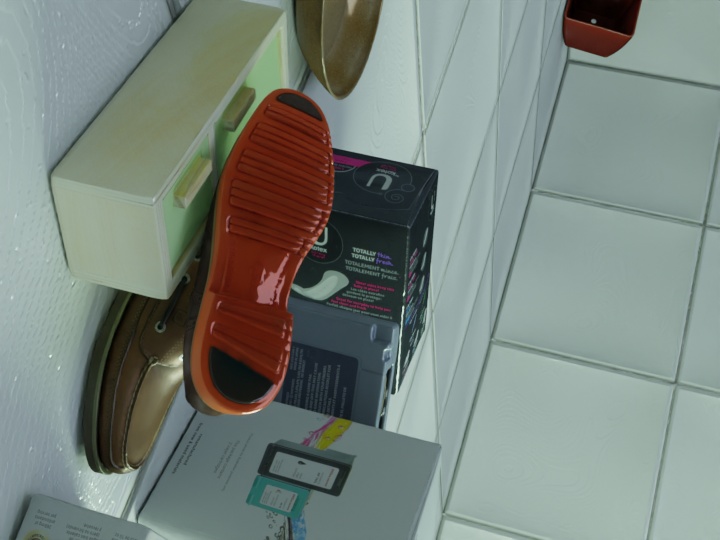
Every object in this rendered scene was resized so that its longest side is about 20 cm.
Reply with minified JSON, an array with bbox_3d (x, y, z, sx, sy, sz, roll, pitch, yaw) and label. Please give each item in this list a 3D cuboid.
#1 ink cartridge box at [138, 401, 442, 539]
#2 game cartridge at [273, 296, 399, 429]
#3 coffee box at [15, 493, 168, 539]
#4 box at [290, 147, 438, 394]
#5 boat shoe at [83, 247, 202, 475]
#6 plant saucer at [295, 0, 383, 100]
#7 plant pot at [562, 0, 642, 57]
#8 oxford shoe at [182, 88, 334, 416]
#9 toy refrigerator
[{"bbox_3d":[-0.050,0.212,0.918,0.147,0.198,0.148,-64,162,-47],"label":"ink cartridge box"},{"bbox_3d":[-0.043,0.127,1.018,0.041,0.132,0.202,-40,141,-69],"label":"game cartridge"},{"bbox_3d":[-0.174,0.247,0.673,0.115,0.079,0.202,73,32,-66],"label":"coffee box"},{"bbox_3d":[0.000,0.000,1.111,0.106,0.121,0.202,-61,160,-50],"label":"box"},{"bbox_3d":[-0.120,0.037,0.740,0.072,0.067,0.202,38,66,-78],"label":"boat shoe"},{"bbox_3d":[-0.017,-0.250,0.994,0.200,0.035,0.203,13,90,-78],"label":"plant saucer"},{"bbox_3d":[0.671,-0.719,3.269,0.177,0.198,0.202,100,7,-69],"label":"plant pot"},{"bbox_3d":[-0.069,-0.013,0.686,0.072,0.071,0.202,-20,-129,59],"label":"oxford shoe"},{"bbox_3d":[-0.103,-0.081,0.698,0.201,0.069,0.076,-64,162,-45],"label":"toy refrigerator"}]
